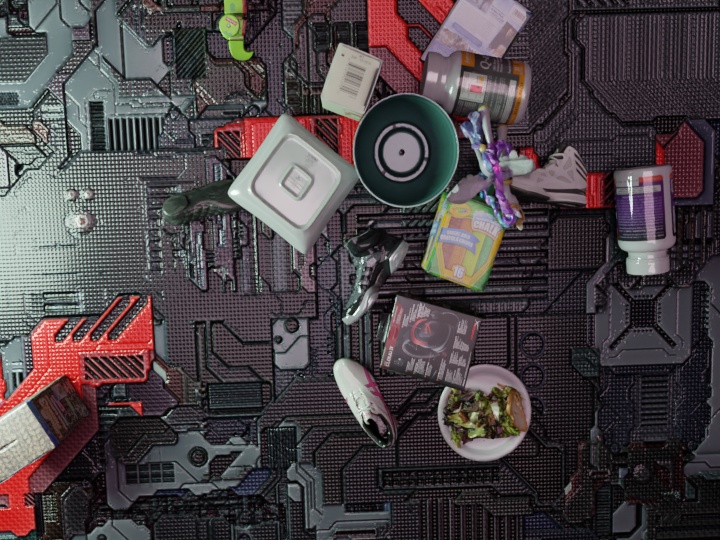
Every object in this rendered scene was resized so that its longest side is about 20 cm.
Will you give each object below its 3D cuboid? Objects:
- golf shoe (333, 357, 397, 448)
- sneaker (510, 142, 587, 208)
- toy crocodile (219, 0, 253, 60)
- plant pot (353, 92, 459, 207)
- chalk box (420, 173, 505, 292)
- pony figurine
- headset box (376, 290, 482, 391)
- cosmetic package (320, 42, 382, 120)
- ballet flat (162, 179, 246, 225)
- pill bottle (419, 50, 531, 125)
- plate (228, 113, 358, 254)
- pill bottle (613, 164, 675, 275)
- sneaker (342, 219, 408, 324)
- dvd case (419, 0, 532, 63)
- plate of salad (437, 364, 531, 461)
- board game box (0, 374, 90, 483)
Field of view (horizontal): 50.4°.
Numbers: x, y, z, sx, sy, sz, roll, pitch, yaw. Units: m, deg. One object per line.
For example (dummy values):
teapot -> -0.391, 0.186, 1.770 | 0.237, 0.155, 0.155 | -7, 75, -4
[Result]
golf shoe -> 0.014, 0.264, 1.539 | 0.072, 0.092, 0.202 | -35, 95, 4
sneaker -> 0.359, -0.194, 1.502 | 0.195, 0.075, 0.119 | 7, 87, -20
toy crocodile -> -0.239, -0.504, 1.452 | 0.060, 0.068, 0.206 | -4, 99, -7
plant pot -> 0.082, -0.226, 1.459 | 0.194, 0.134, 0.207 | 0, 97, -1
chalk box -> 0.206, -0.080, 1.485 | 0.121, 0.124, 0.205 | 17, 96, -4
pony figurine -> 0.239, -0.184, 1.369 | 0.163, 0.192, 0.205 | -21, 68, 25
headset box -> 0.130, 0.136, 1.525 | 0.194, 0.075, 0.153 | 14, 96, 5
cosmetic package -> -0.018, -0.341, 1.410 | 0.085, 0.200, 0.106 | 19, 98, -5
ballet flat -> -0.294, -0.136, 1.511 | 0.194, 0.057, 0.068 | -11, 75, -6
pill bottle -> 0.214, -0.347, 1.440 | 0.194, 0.116, 0.120 | 9, 97, -3
plate -> -0.127, -0.171, 1.494 | 0.198, 0.032, 0.202 | 37, 83, -6
pill bottle -> 0.558, -0.099, 1.499 | 0.108, 0.111, 0.206 | -6, 97, -1
sneaker -> 0.000, 0.000, 1.517 | 0.113, 0.075, 0.202 | 36, 89, -5
dvd case -> 0.225, -0.457, 1.494 | 0.141, 0.018, 0.202 | 33, 96, -5
plate of salad -> 0.256, 0.296, 1.571 | 0.194, 0.048, 0.207 | 0, 98, -2
board game box -> -0.639, 0.307, 1.470 | 0.157, 0.200, 0.098 | -32, 97, 2
